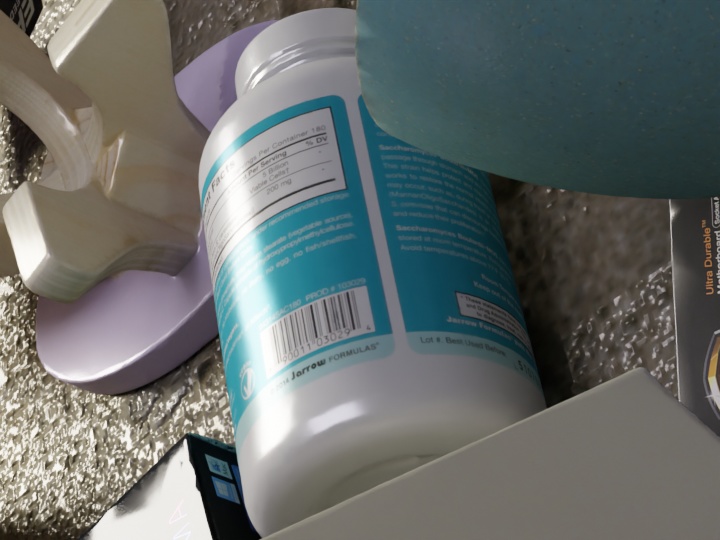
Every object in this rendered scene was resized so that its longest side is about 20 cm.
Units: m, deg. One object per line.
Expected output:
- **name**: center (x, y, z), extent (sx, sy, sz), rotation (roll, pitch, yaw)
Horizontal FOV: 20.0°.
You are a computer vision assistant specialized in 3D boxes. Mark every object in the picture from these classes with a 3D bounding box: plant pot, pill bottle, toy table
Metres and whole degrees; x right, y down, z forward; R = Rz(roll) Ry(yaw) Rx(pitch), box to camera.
- **plant pot**: center (0.107, -0.100, 0.572), extent (0.134, 0.200, 0.201), rotation (28, 92, 19)
- **pill bottle**: center (0.000, 0.000, 0.748), extent (0.111, 0.110, 0.201), rotation (-35, 48, 30)
- **toy table**: center (-0.112, -0.043, 0.887), extent (0.201, 0.117, 0.184), rotation (-55, 41, 13)

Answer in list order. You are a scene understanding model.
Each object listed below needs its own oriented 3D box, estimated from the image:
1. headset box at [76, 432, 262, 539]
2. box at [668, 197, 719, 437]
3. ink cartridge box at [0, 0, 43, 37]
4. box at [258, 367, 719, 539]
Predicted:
- **headset box**: center (-0.075, 0.194, 0.743), extent (0.200, 0.092, 0.175), rotation (-43, 44, 24)
- **box**: center (0.185, -0.046, 0.620), extent (0.198, 0.050, 0.202), rotation (-21, 57, 39)
- **ink cartridge box**: center (-0.206, -0.086, 0.961), extent (0.043, 0.201, 0.199), rotation (12, 57, 9)
- **box**: center (0.029, 0.137, 0.559), extent (0.199, 0.129, 0.109), rotation (-22, 39, -19)
